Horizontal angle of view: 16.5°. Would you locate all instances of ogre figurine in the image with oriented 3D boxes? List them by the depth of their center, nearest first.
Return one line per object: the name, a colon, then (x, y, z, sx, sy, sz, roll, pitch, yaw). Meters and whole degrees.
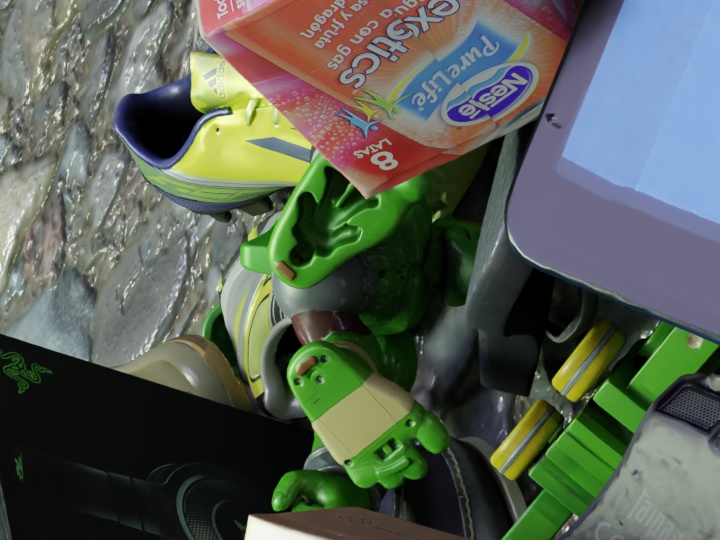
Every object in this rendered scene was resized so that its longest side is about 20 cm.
ogre figurine: (0.000, 0.000, 0.943, 0.098, 0.201, 0.120, -14, 15, 11)

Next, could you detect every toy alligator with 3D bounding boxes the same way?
toy alligator: (0.106, 0.037, 0.871, 0.200, 0.059, 0.054, -54, -6, 25)

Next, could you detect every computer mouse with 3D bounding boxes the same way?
computer mouse: (0.136, 0.094, 0.805, 0.140, 0.046, 0.201, 38, 111, 37)

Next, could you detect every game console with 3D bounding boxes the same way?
game console: (0.126, -0.074, 0.650, 0.171, 0.118, 0.201, -71, 2, -88)

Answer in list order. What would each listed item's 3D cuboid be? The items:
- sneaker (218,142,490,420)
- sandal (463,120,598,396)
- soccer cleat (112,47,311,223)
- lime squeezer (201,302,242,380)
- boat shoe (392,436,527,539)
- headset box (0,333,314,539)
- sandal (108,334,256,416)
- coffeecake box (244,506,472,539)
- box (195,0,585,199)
sneaker: (0.007, -0.015, 1.041, 0.200, 0.075, 0.077, -58, 33, 40)
sandal: (0.067, -0.004, 0.881, 0.200, 0.043, 0.076, 67, -145, -77)
soccer cleat: (-0.033, -0.074, 1.104, 0.200, 0.084, 0.065, -18, 44, 44)
lime squeezer: (-0.063, 0.038, 1.165, 0.200, 0.038, 0.071, -54, 2, 26)
boat shoe: (0.026, 0.148, 0.919, 0.072, 0.067, 0.201, -34, 44, 47)
headset box: (-0.093, 0.129, 0.988, 0.093, 0.199, 0.174, -53, 34, 26)
sandal: (-0.113, 0.086, 1.138, 0.054, 0.080, 0.200, -35, 1, -35)
coffeecake box: (0.025, 0.193, 0.800, 0.153, 0.073, 0.201, 13, 94, 32)
box: (0.004, -0.140, 0.797, 0.094, 0.103, 0.201, -24, 51, 20)
